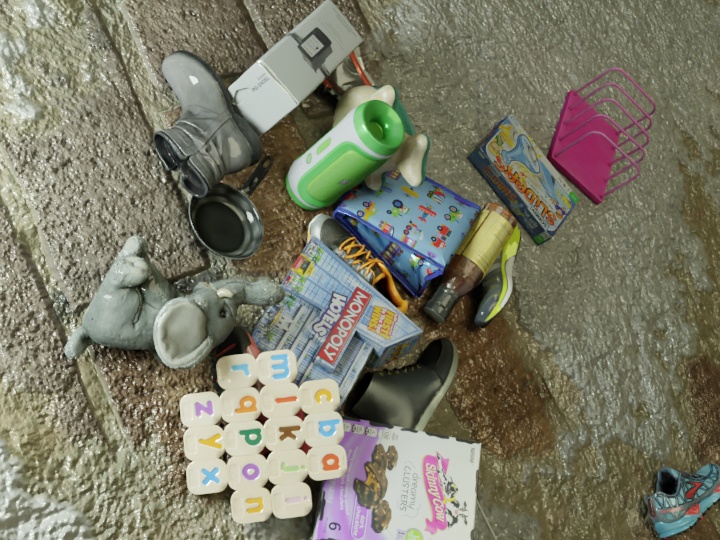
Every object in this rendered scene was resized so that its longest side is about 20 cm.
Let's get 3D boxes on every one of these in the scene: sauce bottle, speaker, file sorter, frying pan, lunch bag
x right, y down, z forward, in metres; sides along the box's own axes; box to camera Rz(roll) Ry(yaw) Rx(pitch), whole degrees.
[{"bbox_3d":[0.165,-0.011,1.593,0.066,0.066,0.201,41,76,-14],"label":"sauce bottle"},{"bbox_3d":[-0.024,-0.159,1.460,0.088,0.200,0.089,17,58,-30],"label":"speaker"},{"bbox_3d":[0.460,-0.258,1.944,0.139,0.125,0.201,38,50,-17],"label":"file sorter"},{"bbox_3d":[-0.181,-0.096,1.420,0.114,0.031,0.192,23,52,-28],"label":"frying pan"},{"bbox_3d":[0.059,-0.086,1.577,0.199,0.094,0.151,37,51,-3],"label":"lunch bag"}]

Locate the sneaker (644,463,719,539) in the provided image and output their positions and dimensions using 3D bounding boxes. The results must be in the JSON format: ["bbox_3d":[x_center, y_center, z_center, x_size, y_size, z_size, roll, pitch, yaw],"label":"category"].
[{"bbox_3d":[0.544,0.360,1.732,0.199,0.079,0.096,-27,84,-43],"label":"sneaker"}]

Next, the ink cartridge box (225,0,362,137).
[{"bbox_3d":[-0.107,-0.282,1.494,0.083,0.145,0.200,48,47,-11],"label":"ink cartridge box"}]

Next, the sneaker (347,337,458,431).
[{"bbox_3d":[0.064,0.149,1.461,0.106,0.075,0.201,42,50,-13],"label":"sneaker"}]

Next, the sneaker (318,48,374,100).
[{"bbox_3d":[-0.025,-0.284,1.628,0.081,0.077,0.202,-23,88,-12],"label":"sneaker"}]

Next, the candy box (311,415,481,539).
[{"bbox_3d":[0.047,0.290,1.326,0.198,0.072,0.169,11,58,-3],"label":"candy box"}]

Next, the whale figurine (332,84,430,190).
[{"bbox_3d":[0.045,-0.194,1.520,0.103,0.161,0.199,-11,31,-37],"label":"whale figurine"}]

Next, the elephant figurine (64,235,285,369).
[{"bbox_3d":[-0.216,0.058,1.240,0.199,0.156,0.142,31,29,-11],"label":"elephant figurine"}]

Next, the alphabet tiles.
[{"bbox_3d":[-0.117,0.200,1.258,0.193,0.015,0.203,-6,87,-7],"label":"alphabet tiles"}]

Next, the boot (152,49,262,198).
[{"bbox_3d":[-0.232,-0.203,1.398,0.200,0.070,0.131,50,47,7],"label":"boot"}]

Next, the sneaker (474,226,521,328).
[{"bbox_3d":[0.198,0.002,1.655,0.080,0.074,0.201,21,53,-9],"label":"sneaker"}]

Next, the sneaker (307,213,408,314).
[{"bbox_3d":[0.000,0.000,1.485,0.078,0.077,0.201,-37,92,-41],"label":"sneaker"}]

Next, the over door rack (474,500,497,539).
[{"bbox_3d":[0.129,0.386,1.388,0.147,0.067,0.201,-12,57,-40],"label":"over door rack"}]

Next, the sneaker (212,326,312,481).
[{"bbox_3d":[-0.121,0.165,1.323,0.086,0.073,0.202,-19,87,-52],"label":"sneaker"}]

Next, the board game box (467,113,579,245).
[{"bbox_3d":[0.288,-0.161,1.820,0.200,0.034,0.135,49,47,-7],"label":"board game box"}]

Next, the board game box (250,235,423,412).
[{"bbox_3d":[-0.028,0.083,1.392,0.199,0.062,0.201,29,50,1],"label":"board game box"}]
